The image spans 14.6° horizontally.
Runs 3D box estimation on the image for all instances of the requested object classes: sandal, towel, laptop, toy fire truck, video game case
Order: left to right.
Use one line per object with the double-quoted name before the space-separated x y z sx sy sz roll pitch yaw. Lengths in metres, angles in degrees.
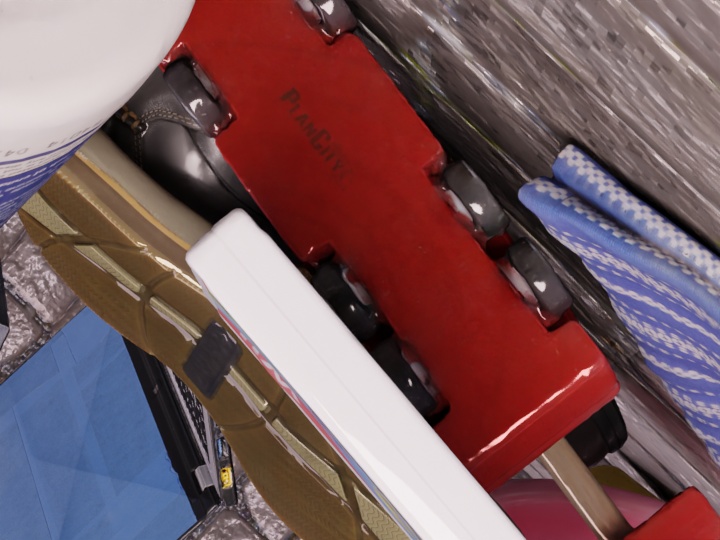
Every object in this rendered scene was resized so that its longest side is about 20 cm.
"laptop" -0.122 0.029 1.057 0.187 0.115 0.201 -121 22 -59
"sandal" -0.017 0.022 0.799 0.200 0.054 0.080 45 152 -1
"video game case" 0.013 0.050 0.652 0.143 0.017 0.200 50 177 1
"toy fire truck" 0.028 0.016 0.724 0.200 0.049 0.141 53 180 19
"towel" 0.116 0.058 0.649 0.145 0.024 0.200 40 175 35

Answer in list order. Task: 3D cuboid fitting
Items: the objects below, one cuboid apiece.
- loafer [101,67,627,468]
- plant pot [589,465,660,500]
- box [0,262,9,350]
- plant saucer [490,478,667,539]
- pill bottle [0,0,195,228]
"loafer" 0.000 0.000 0.857 0.200 0.072 0.073 44 176 -16
"plant pot" 0.110 0.200 1.106 0.177 0.200 0.200 58 169 -32
"box" -0.214 -0.018 1.058 0.157 0.051 0.200 25 -169 -16
"plant saucer" 0.087 0.148 0.879 0.199 0.051 0.201 17 -149 -11
"pill bottle" -0.123 -0.058 0.713 0.111 0.111 0.200 44 151 -6
